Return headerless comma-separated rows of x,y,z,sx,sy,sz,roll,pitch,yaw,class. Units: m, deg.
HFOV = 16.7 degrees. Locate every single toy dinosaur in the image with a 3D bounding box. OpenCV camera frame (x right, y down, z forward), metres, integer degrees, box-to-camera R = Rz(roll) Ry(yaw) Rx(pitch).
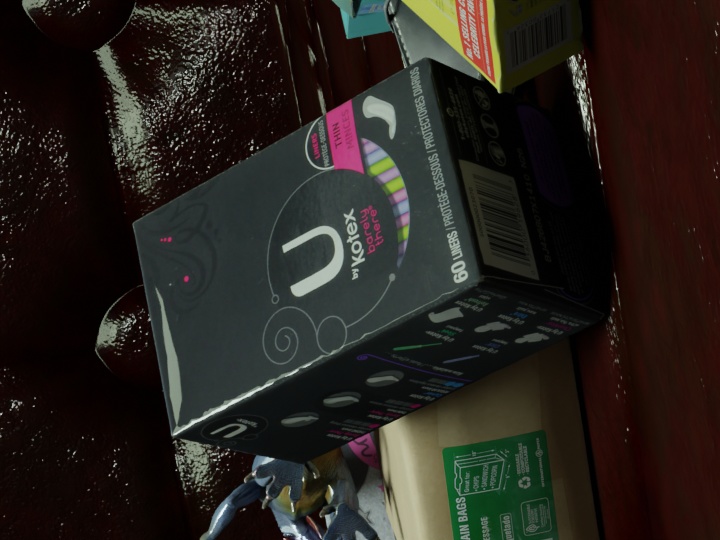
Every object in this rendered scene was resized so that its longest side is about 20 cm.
-0.023,0.129,1.456,0.200,0.105,0.181,-62,5,4,toy dinosaur

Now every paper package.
0.059,0.067,1.373,0.191,0.103,0.201,-114,14,-72,paper package

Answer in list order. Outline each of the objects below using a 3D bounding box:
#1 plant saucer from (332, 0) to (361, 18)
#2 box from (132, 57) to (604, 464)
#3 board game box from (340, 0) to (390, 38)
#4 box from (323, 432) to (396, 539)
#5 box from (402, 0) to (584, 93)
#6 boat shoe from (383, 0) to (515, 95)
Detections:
-0.008,-0.250,1.437,0.200,0.036,0.201,8,-90,-87,plant saucer
0.000,0.000,1.200,0.106,0.200,0.123,17,-127,-49,box
-0.001,-0.266,1.649,0.200,0.047,0.152,93,165,-74,board game box
0.041,0.132,1.560,0.115,0.132,0.201,120,138,-81,box
0.024,-0.167,1.114,0.200,0.050,0.075,46,157,37,box
0.034,-0.159,1.242,0.062,0.074,0.201,-22,-71,-52,boat shoe
